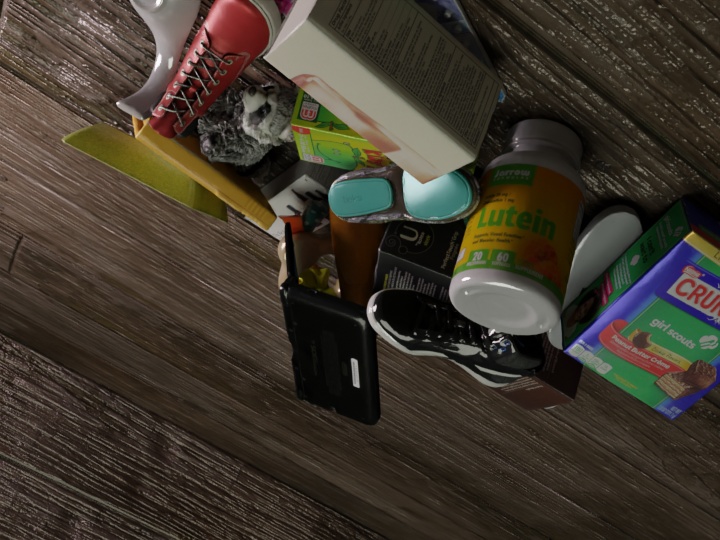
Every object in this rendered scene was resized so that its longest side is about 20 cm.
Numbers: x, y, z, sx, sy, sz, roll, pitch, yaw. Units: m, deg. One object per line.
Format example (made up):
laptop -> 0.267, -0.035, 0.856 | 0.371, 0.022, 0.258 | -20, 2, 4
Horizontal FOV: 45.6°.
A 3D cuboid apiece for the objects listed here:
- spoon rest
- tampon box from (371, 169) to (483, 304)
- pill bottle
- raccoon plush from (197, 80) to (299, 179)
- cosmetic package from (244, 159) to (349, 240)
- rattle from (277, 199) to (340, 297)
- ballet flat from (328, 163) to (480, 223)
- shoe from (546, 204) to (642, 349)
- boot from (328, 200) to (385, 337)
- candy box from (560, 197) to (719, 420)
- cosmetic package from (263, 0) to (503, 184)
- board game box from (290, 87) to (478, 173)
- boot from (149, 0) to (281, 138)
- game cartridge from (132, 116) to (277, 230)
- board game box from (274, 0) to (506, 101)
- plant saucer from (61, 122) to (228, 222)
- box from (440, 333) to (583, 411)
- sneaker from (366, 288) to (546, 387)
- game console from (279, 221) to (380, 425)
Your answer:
spoon rest -> -0.216, -0.262, 0.908 | 0.099, 0.061, 0.202 | 30, 126, 14
tampon box -> 0.131, -0.020, 1.012 | 0.198, 0.151, 0.127 | 21, 154, 7
pill bottle -> 0.165, -0.048, 0.863 | 0.110, 0.202, 0.111 | 15, 155, 7
raccoon plush -> -0.107, -0.173, 1.046 | 0.132, 0.098, 0.200 | 1, 175, 17
cosmetic package -> -0.080, -0.095, 1.170 | 0.082, 0.051, 0.199 | 34, 153, -18
rattle -> -0.079, -0.041, 1.184 | 0.129, 0.144, 0.201 | -25, 131, 9
ballet flat -> 0.055, -0.086, 0.915 | 0.199, 0.073, 0.072 | 1, 147, 41
shoe -> 0.267, -0.008, 1.016 | 0.071, 0.091, 0.202 | 12, 125, -4
boot -> -0.001, 0.000, 1.072 | 0.070, 0.145, 0.202 | -4, 138, 7
candy box -> 0.348, 0.047, 0.942 | 0.168, 0.077, 0.201 | 30, 122, -13
cosmetic package -> 0.024, -0.184, 0.788 | 0.199, 0.104, 0.087 | 37, 151, -22
board game box -> 0.029, -0.140, 0.935 | 0.197, 0.048, 0.102 | 13, 166, 5
boot -> -0.158, -0.206, 0.883 | 0.072, 0.145, 0.200 | 38, 159, -10
game cartridge -> -0.205, -0.139, 1.112 | 0.199, 0.033, 0.176 | 39, -174, -24
board game box -> 0.021, -0.226, 0.859 | 0.198, 0.026, 0.200 | 3, 148, 38
plant saucer -> -0.282, -0.140, 1.188 | 0.198, 0.048, 0.200 | 27, 180, 6
box -> 0.183, 0.103, 1.119 | 0.199, 0.076, 0.100 | 34, 152, -15
sneaker -> 0.114, 0.057, 0.930 | 0.198, 0.074, 0.112 | 24, 151, -19
game console -> -0.036, 0.066, 1.061 | 0.174, 0.117, 0.202 | 17, 137, 22
